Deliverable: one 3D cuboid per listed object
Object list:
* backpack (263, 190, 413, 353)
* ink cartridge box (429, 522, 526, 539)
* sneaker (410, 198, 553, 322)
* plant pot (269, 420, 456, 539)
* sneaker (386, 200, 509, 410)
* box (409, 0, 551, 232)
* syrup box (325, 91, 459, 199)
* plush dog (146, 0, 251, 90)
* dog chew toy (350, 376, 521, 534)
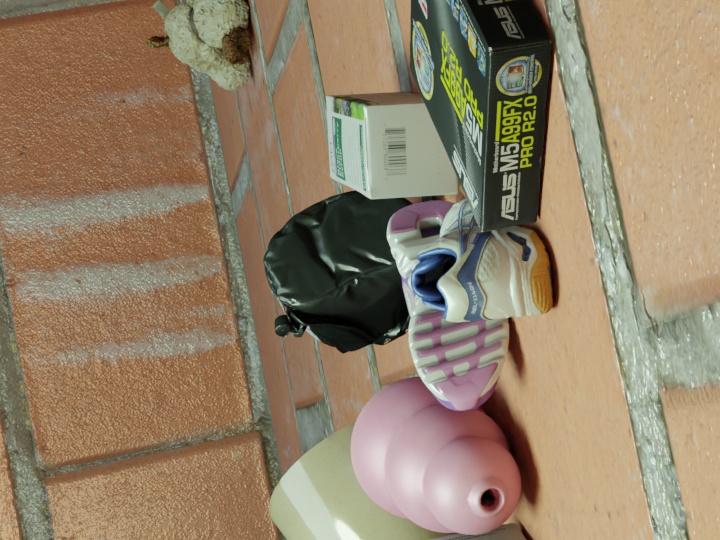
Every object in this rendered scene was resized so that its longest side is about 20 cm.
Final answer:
[{"bbox_3d":[0.000,0.000,1.507,0.200,0.167,0.127,59,-167,-72],"label":"backpack"},{"bbox_3d":[0.120,0.310,1.284,0.200,0.084,0.146,-128,30,-71],"label":"ink cartridge box"},{"bbox_3d":[0.075,-0.011,1.211,0.200,0.088,0.075,-133,32,-76],"label":"sneaker"},{"bbox_3d":[0.043,0.262,1.495,0.200,0.187,0.187,58,160,30],"label":"plant pot"},{"bbox_3d":[0.074,0.039,1.327,0.088,0.080,0.200,80,178,-48],"label":"sneaker"},{"bbox_3d":[0.080,-0.153,1.158,0.160,0.044,0.200,90,167,-45],"label":"box"},{"bbox_3d":[0.024,-0.112,1.417,0.200,0.081,0.079,-144,51,-76],"label":"syrup box"},{"bbox_3d":[-0.241,-0.400,2.614,0.172,0.160,0.200,-26,74,53],"label":"plush dog"},{"bbox_3d":[0.069,0.161,1.351,0.200,0.124,0.125,-151,52,-68],"label":"dog chew toy"}]
